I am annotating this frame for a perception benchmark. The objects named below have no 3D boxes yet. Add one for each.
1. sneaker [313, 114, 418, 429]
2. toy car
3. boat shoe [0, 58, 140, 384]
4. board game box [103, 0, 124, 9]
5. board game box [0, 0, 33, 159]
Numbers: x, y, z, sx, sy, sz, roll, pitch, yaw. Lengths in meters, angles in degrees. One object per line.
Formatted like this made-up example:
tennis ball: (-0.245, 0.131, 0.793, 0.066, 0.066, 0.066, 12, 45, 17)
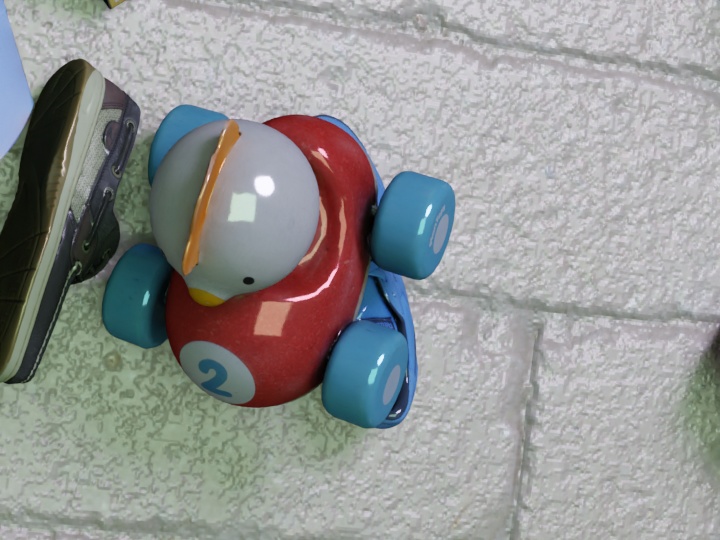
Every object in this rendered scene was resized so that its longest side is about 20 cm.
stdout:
sneaker: (0.000, 0.000, 1.097, 0.065, 0.078, 0.202, -12, 95, -13)
toy car: (-0.069, -0.013, 0.980, 0.183, 0.200, 0.179, 18, 89, 17)
boat shoe: (-0.173, -0.025, 1.033, 0.066, 0.071, 0.203, 24, 68, -33)
board game box: (-0.116, -0.252, 0.995, 0.135, 0.200, 0.035, -33, 64, -12)
board game box: (-0.285, -0.135, 1.022, 0.157, 0.039, 0.202, -17, 91, -35)
